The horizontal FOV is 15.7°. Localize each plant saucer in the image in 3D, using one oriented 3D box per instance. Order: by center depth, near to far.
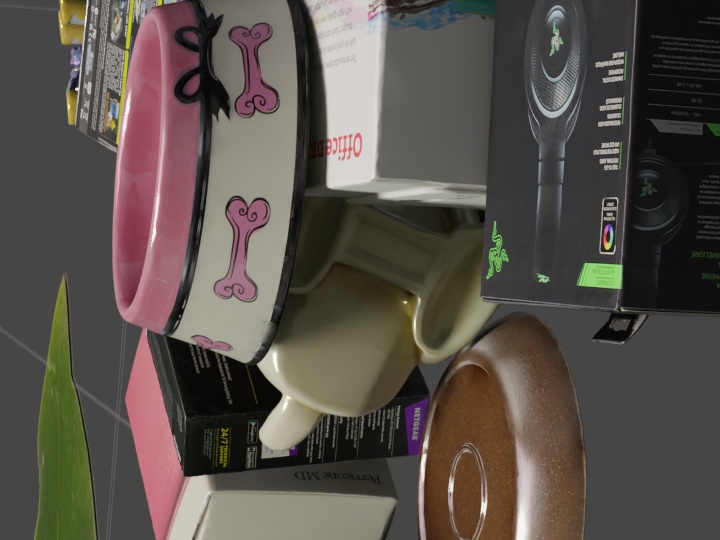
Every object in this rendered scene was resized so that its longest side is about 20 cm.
[{"bbox_3d":[0.070,0.122,1.411,0.200,0.032,0.201,-178,90,-72],"label":"plant saucer"}]

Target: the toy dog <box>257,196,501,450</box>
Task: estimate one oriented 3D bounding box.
[{"bbox_3d":[0.000,0.000,1.495,0.200,0.139,0.194,-102,27,-73],"label":"toy dog"}]

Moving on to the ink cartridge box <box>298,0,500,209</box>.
[{"bbox_3d":[0.054,-0.133,1.315,0.147,0.146,0.200,178,96,-72],"label":"ink cartridge box"}]

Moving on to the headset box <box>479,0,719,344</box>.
[{"bbox_3d":[0.127,-0.067,1.169,0.174,0.093,0.200,-173,86,-72],"label":"headset box"}]

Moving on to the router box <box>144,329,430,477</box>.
[{"bbox_3d":[-0.053,0.039,1.600,0.200,0.149,0.051,-110,20,-51],"label":"router box"}]

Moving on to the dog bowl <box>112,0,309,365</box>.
[{"bbox_3d":[-0.083,-0.053,1.371,0.200,0.074,0.201,-175,90,-77],"label":"dog bowl"}]

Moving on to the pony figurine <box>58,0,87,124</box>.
[{"bbox_3d":[-0.102,-0.150,1.769,0.193,0.200,0.167,94,168,-50],"label":"pony figurine"}]

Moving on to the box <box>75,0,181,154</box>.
[{"bbox_3d":[-0.115,-0.163,1.610,0.160,0.044,0.200,29,117,53],"label":"box"}]

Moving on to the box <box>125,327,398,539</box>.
[{"bbox_3d":[-0.067,0.113,1.668,0.200,0.128,0.109,-110,30,-48],"label":"box"}]
